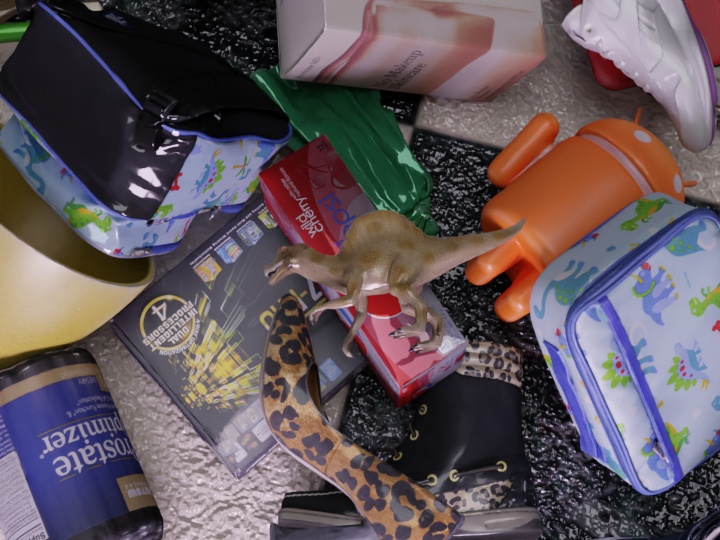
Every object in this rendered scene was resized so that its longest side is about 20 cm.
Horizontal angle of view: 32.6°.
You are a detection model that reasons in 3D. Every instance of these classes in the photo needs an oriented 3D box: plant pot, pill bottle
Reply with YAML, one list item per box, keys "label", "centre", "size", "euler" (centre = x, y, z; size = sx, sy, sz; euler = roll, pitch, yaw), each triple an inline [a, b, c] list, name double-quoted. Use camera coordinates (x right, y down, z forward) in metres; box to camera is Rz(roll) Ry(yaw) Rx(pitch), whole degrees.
- label: "plant pot"
  centre: [-0.278, -0.003, 0.938]
  size: [0.200, 0.200, 0.142]
  euler: [43, 104, 9]
- label: "pill bottle"
  centre: [-0.214, 0.170, 0.916]
  size: [0.111, 0.112, 0.202]
  euler: [-25, 77, -9]

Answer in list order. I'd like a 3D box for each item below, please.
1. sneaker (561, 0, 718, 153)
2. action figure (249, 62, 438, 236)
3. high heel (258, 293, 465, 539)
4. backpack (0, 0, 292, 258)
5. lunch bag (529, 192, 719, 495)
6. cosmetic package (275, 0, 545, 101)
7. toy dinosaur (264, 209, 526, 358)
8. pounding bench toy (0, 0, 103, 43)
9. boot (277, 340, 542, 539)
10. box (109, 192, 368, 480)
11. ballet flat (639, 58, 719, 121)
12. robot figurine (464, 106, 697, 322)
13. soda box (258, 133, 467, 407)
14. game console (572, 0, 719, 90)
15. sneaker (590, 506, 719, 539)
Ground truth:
- label: "sneaker"
  centre: [0.220, -0.183, 0.980]
  size: [0.099, 0.075, 0.202]
  euler: [-22, 89, 13]
- label: "action figure"
  centre: [-0.003, -0.100, 1.028]
  size: [0.118, 0.055, 0.200]
  euler: [-37, 75, -13]
- label: "high heel"
  centre: [0.001, 0.110, 0.894]
  size: [0.141, 0.071, 0.203]
  euler: [-7, 76, 13]
- label: "backpack"
  centre: [-0.166, -0.108, 0.944]
  size: [0.183, 0.199, 0.148]
  euler: [42, 112, 18]
- label: "lunch bag"
  centre: [0.222, 0.060, 0.933]
  size: [0.160, 0.082, 0.201]
  euler: [-33, 118, -12]
- label: "cosmetic package"
  centre: [0.040, -0.202, 1.000]
  size: [0.197, 0.103, 0.089]
  euler: [2, 75, -23]
- label: "toy dinosaur"
  centre: [0.031, 0.003, 0.870]
  size: [0.197, 0.058, 0.102]
  euler: [-7, 70, -3]
- label: "pounding bench toy"
  centre: [-0.319, -0.235, 1.017]
  size: [0.155, 0.124, 0.201]
  euler: [-33, 78, -10]
- label: "boot"
  centre: [0.039, 0.136, 0.961]
  size: [0.200, 0.074, 0.156]
  euler: [0, 68, 2]
- label: "box"
  centre: [-0.075, 0.041, 0.989]
  size: [0.199, 0.049, 0.162]
  euler: [-39, 81, -13]
- label: "ballet flat"
  centre: [0.325, -0.152, 1.041]
  size: [0.198, 0.072, 0.073]
  euler: [17, 74, 1]
- label: "robot figurine"
  centre: [0.176, -0.044, 0.987]
  size: [0.199, 0.117, 0.144]
  euler: [-38, 47, -11]
- label: "soda box"
  centre: [0.000, 0.000, 0.938]
  size: [0.063, 0.070, 0.201]
  euler: [-32, 74, -9]
- label: "game console"
  centre: [0.263, -0.252, 1.068]
  size: [0.197, 0.173, 0.120]
  euler: [-14, 114, -6]
- label: "sneaker"
  centre: [0.221, 0.226, 0.901]
  size: [0.200, 0.146, 0.078]
  euler: [-14, 77, -5]
